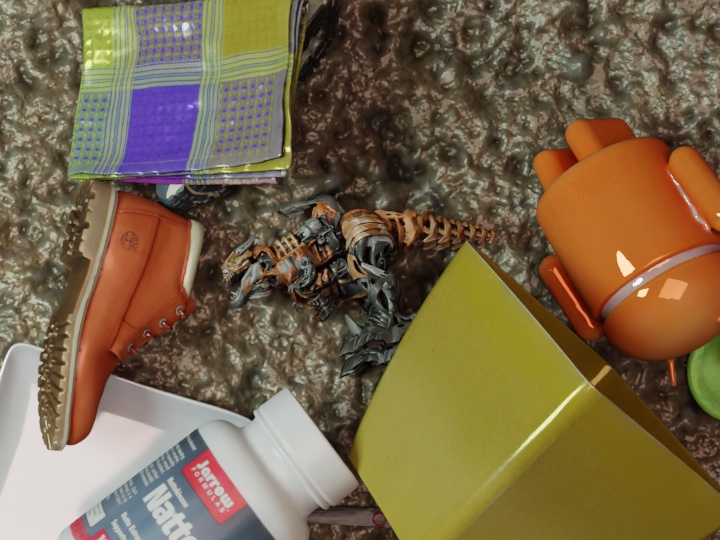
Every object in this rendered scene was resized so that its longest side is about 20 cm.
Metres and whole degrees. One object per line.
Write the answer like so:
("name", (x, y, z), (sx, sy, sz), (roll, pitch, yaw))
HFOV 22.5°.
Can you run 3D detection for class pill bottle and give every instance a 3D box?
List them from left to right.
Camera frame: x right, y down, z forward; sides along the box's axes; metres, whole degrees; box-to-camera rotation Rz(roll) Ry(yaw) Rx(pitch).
("pill bottle", (-0.106, 0.179, 1.309), (0.200, 0.120, 0.120), (-37, 92, -4))

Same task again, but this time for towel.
("towel", (-0.129, -0.134, 1.331), (0.199, 0.023, 0.144), (1, 79, 27))

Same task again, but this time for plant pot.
("plant pot", (0.112, 0.136, 1.291), (0.176, 0.200, 0.200), (-47, 127, 7))

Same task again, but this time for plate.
("plate", (-0.202, 0.177, 1.378), (0.199, 0.032, 0.200), (19, 90, -4))

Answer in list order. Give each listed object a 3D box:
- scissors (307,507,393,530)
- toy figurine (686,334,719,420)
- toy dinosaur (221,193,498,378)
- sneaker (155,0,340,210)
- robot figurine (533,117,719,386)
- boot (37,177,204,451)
("scissors", (0.028, 0.187, 1.403), (0.199, 0.014, 0.073), (18, 91, -2))
("toy figurine", (0.327, 0.028, 1.331), (0.150, 0.184, 0.201), (29, 90, -3))
("toy dinosaur", (0.000, 0.000, 1.362), (0.199, 0.102, 0.136), (-19, 74, 18))
("sneaker", (-0.100, -0.138, 1.371), (0.086, 0.078, 0.200), (35, 91, 20))
("robot figurine", (0.206, -0.017, 1.344), (0.143, 0.117, 0.200), (-29, 70, 2))
("boot", (-0.176, 0.042, 1.339), (0.107, 0.075, 0.201), (17, 82, -23))
